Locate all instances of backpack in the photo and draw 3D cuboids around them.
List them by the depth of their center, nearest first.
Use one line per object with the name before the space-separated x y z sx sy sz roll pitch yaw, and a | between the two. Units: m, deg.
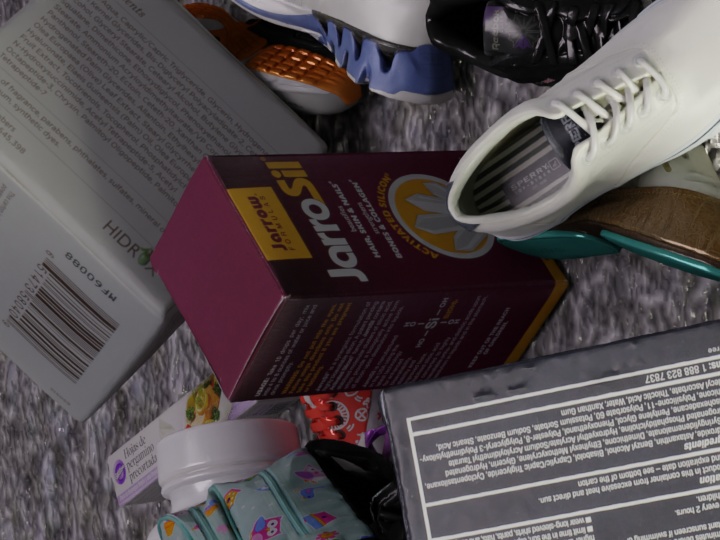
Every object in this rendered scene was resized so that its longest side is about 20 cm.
backpack | -0.027 0.176 1.316 0.200 0.126 0.167 -134 30 -61

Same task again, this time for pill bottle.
pill bottle | -0.068 0.198 1.481 0.120 0.119 0.201 -29 63 51

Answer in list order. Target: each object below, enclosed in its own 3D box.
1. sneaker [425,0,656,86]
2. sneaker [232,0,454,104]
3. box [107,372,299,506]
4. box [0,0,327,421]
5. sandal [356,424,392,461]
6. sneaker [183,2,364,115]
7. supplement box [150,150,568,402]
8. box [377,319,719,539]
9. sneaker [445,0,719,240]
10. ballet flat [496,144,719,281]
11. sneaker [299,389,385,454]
sneaker | 0.113 -0.118 1.294 0.200 0.087 0.076 14 104 52
sneaker | -0.001 -0.190 1.460 0.199 0.080 0.116 36 117 38
box | -0.108 0.107 1.655 0.200 0.041 0.039 -39 61 49
box | -0.166 -0.054 1.525 0.200 0.171 0.199 44 149 0
sandal | 0.006 0.143 1.443 0.083 0.050 0.203 -73 -7 -55
sneaker | -0.065 -0.114 1.566 0.200 0.076 0.092 16 131 46
supplement box | 0.000 0.000 1.363 0.111 0.199 0.086 59 135 32
box | 0.133 0.138 1.194 0.199 0.123 0.199 -12 81 18
sneaker | 0.126 -0.075 1.218 0.200 0.071 0.073 -41 80 27
ballet flat | 0.147 -0.037 1.289 0.200 0.068 0.073 10 82 57
sneaker | -0.026 0.064 1.482 0.067 0.108 0.202 14 104 52
